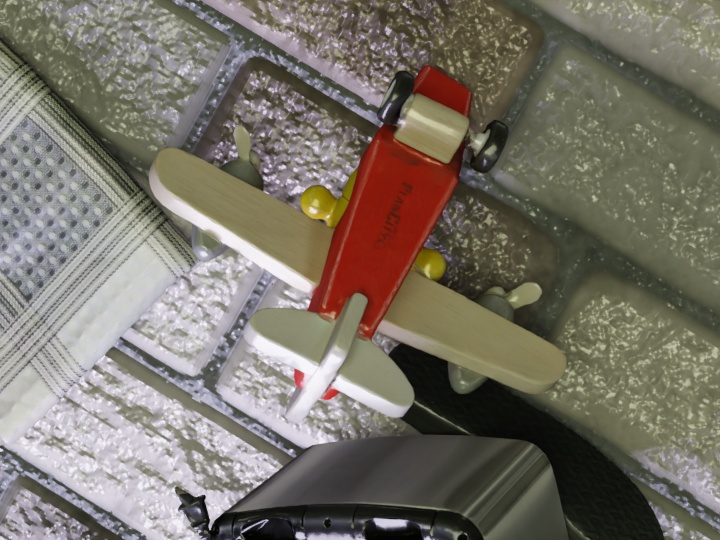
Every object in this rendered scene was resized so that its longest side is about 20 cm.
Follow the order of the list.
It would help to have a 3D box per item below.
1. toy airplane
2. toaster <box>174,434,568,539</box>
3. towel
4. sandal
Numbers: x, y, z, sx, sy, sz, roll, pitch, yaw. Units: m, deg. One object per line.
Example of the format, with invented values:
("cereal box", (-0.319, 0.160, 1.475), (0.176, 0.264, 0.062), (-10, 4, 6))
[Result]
("toy airplane", (0.000, 0.000, 1.264), (0.198, 0.141, 0.201), (-18, 81, -20))
("toaster", (0.020, 0.189, 1.263), (0.180, 0.119, 0.201), (-5, 108, 31))
("towel", (-0.227, -0.010, 1.351), (0.200, 0.035, 0.193), (-43, 90, 13))
("sandal", (0.092, 0.116, 1.309), (0.200, 0.075, 0.048), (37, 127, 9))
